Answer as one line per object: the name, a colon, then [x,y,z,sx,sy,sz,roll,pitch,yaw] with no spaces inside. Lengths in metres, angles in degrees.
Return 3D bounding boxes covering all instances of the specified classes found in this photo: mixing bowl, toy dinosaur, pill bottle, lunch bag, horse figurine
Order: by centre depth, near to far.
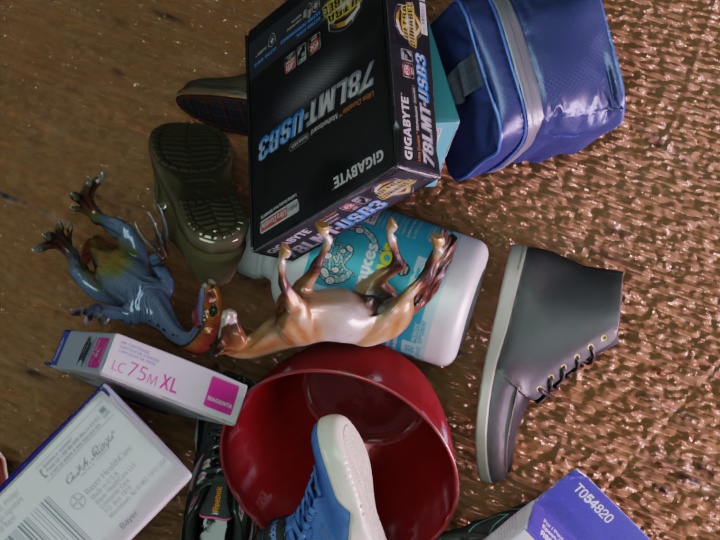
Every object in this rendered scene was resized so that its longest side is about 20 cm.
horse figurine: [-0.011,0.018,1.422,0.198,0.133,0.050,-6,44,-27]
lunch bag: [0.116,-0.155,1.490,0.131,0.200,0.137,-13,84,-13]
toy dinosaur: [-0.174,0.004,1.497,0.181,0.200,0.105,42,92,13]
mixing bowl: [-0.008,0.132,1.504,0.198,0.109,0.202,7,125,10]
pill bottle: [0.000,0.000,1.533,0.198,0.111,0.112,18,89,7]

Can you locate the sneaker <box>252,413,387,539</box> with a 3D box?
sneaker: [-0.040,0.203,1.447,0.110,0.077,0.201,-8,128,10]

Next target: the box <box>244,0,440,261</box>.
box: [-0.019,-0.133,1.430,0.049,0.199,0.201,12,65,-33]

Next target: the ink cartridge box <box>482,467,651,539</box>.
ink cartridge box: [0.165,0.289,1.481,0.200,0.041,0.200,-42,105,18]

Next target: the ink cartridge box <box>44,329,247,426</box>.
ink cartridge box: [-0.180,0.086,1.492,0.118,0.200,0.042,24,78,-21]

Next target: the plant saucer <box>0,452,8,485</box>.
plant saucer: [-0.387,0.271,1.599,0.197,0.037,0.202,-10,87,5]

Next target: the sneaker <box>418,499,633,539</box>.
sneaker: [0.132,0.234,1.525,0.198,0.079,0.076,-6,109,5]

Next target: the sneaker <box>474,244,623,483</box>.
sneaker: [0.158,0.085,1.529,0.105,0.075,0.202,11,87,9]

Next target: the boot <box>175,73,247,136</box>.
boot: [-0.057,-0.170,1.581,0.198,0.075,0.098,5,66,11]

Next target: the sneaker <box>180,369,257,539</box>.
sneaker: [-0.111,0.186,1.548,0.079,0.086,0.202,3,87,4]

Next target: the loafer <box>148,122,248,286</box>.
loafer: [-0.140,-0.058,1.531,0.075,0.201,0.068,2,123,-13]

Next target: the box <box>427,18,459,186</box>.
box: [0.025,-0.170,1.481,0.049,0.083,0.201,-3,55,-17]

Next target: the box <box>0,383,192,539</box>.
box: [-0.237,0.197,1.484,0.105,0.200,0.184,45,79,0]
